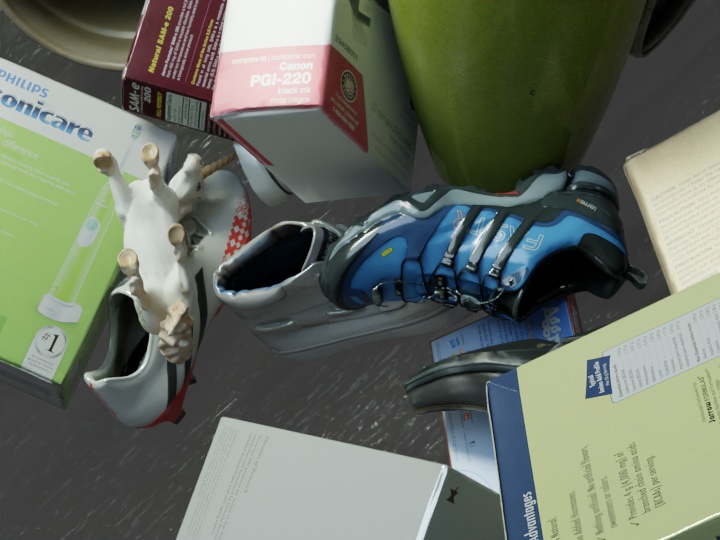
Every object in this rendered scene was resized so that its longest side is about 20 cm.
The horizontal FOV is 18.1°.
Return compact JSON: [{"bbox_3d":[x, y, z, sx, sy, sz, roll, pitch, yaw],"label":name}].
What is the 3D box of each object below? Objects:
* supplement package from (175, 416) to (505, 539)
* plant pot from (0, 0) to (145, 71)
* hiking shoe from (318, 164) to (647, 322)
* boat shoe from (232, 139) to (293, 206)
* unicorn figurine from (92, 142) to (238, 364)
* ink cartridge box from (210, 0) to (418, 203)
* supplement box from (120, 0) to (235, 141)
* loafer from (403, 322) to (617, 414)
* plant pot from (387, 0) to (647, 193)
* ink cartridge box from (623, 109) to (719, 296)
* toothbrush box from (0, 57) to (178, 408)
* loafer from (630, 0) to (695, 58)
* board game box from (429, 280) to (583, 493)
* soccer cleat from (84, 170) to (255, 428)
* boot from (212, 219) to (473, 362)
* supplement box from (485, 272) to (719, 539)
[{"bbox_3d":[-0.002,0.176,1.360,0.199,0.121,0.121,7,72,46],"label":"supplement package"},{"bbox_3d":[-0.178,-0.283,1.750,0.199,0.200,0.174,-20,38,26],"label":"plant pot"},{"bbox_3d":[0.072,-0.006,1.416,0.199,0.075,0.087,-15,51,1],"label":"hiking shoe"},{"bbox_3d":[-0.054,-0.142,1.636,0.063,0.071,0.201,-17,57,24],"label":"boat shoe"},{"bbox_3d":[-0.134,-0.028,1.518,0.073,0.138,0.201,0,63,9],"label":"unicorn figurine"},{"bbox_3d":[-0.019,-0.164,1.468,0.084,0.146,0.202,-4,68,24],"label":"ink cartridge box"},{"bbox_3d":[-0.057,-0.142,1.573,0.199,0.061,0.110,16,69,-1],"label":"supplement box"},{"bbox_3d":[0.108,0.077,1.369,0.199,0.073,0.073,-11,91,44],"label":"loafer"},{"bbox_3d":[0.099,-0.152,1.440,0.186,0.201,0.188,1,31,0],"label":"plant pot"},{"bbox_3d":[0.274,-0.035,1.334,0.199,0.075,0.166,-29,49,20],"label":"ink cartridge box"},{"bbox_3d":[-0.234,-0.026,1.607,0.145,0.086,0.201,23,75,1],"label":"toothbrush box"},{"bbox_3d":[0.230,-0.224,1.487,0.200,0.070,0.070,-51,52,11],"label":"loafer"},{"bbox_3d":[0.104,0.111,1.410,0.102,0.019,0.201,-25,52,23],"label":"board game box"},{"bbox_3d":[-0.134,0.013,1.594,0.068,0.085,0.201,8,70,39],"label":"soccer cleat"},{"bbox_3d":[0.000,0.000,1.497,0.199,0.096,0.074,-23,53,24],"label":"boot"},{"bbox_3d":[0.189,0.121,1.210,0.199,0.135,0.200,-26,29,14],"label":"supplement box"}]
